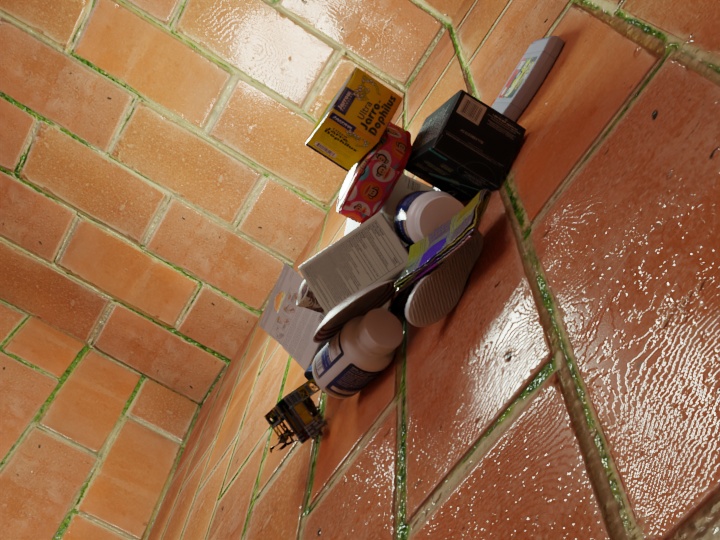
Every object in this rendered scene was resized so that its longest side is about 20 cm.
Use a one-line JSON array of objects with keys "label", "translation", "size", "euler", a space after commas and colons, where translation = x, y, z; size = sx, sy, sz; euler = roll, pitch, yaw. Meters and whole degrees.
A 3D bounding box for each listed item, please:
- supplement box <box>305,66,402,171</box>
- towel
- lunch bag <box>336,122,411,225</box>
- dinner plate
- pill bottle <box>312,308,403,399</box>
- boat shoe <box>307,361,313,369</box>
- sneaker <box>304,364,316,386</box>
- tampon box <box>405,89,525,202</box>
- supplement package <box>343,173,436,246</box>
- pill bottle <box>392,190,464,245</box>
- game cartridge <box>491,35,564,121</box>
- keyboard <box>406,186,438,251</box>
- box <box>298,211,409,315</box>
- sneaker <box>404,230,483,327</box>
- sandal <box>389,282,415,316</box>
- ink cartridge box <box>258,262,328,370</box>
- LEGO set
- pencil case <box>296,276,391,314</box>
[{"label": "supplement box", "translation": [-0.017, -0.293, 1.546], "size": [0.109, 0.109, 0.200], "euler": [-62, 11, -17]}, {"label": "towel", "translation": [0.136, -0.052, 1.308], "size": [0.200, 0.023, 0.144], "euler": [-39, 15, 38]}, {"label": "lunch bag", "translation": [0.026, -0.206, 1.598], "size": [0.200, 0.082, 0.176], "euler": [-55, 16, 26]}, {"label": "dinner plate", "translation": [-0.008, 0.070, 1.455], "size": [0.200, 0.024, 0.200], "euler": [-32, -13, -8]}, {"label": "pill bottle", "translation": [-0.003, 0.154, 1.475], "size": [0.200, 0.111, 0.111], "euler": [-48, 16, 46]}, {"label": "boat shoe", "translation": [-0.049, 0.170, 1.787], "size": [0.200, 0.059, 0.072], "euler": [-56, 11, 19]}, {"label": "sneaker", "translation": [-0.051, 0.198, 1.703], "size": [0.200, 0.074, 0.082], "euler": [-37, 22, 46]}, {"label": "tampon box", "translation": [0.194, -0.233, 1.505], "size": [0.126, 0.150, 0.200], "euler": [-62, 11, -9]}, {"label": "supplement package", "translation": [0.059, -0.115, 1.706], "size": [0.200, 0.114, 0.110], "euler": [-32, 41, 56]}, {"label": "pill bottle", "translation": [0.135, -0.096, 1.501], "size": [0.116, 0.116, 0.200], "euler": [-60, 10, 0]}, {"label": "game cartridge", "translation": [0.333, -0.383, 1.589], "size": [0.200, 0.041, 0.133], "euler": [-58, 14, 7]}, {"label": "keyboard", "translation": [0.140, -0.087, 1.696], "size": [0.200, 0.040, 0.104], "euler": [-69, 20, -5]}, {"label": "box", "translation": [0.000, 0.000, 1.551], "size": [0.200, 0.128, 0.109], "euler": [-33, -18, 4]}, {"label": "sneaker", "translation": [0.127, 0.018, 1.337], "size": [0.201, 0.073, 0.114], "euler": [-52, 15, -21]}, {"label": "sandal", "translation": [0.092, 0.059, 1.511], "size": [0.075, 0.045, 0.200], "euler": [-56, -5, -9]}, {"label": "ink cartridge box", "translation": [-0.138, 0.105, 1.839], "size": [0.045, 0.176, 0.200], "euler": [-16, -40, -50]}, {"label": "LEGO set", "translation": [-0.109, 0.309, 1.660], "size": [0.154, 0.116, 0.200], "euler": [-28, -11, -45]}, {"label": "pencil case", "translation": [-0.033, 0.060, 1.674], "size": [0.078, 0.200, 0.090], "euler": [122, 160, -52]}]
